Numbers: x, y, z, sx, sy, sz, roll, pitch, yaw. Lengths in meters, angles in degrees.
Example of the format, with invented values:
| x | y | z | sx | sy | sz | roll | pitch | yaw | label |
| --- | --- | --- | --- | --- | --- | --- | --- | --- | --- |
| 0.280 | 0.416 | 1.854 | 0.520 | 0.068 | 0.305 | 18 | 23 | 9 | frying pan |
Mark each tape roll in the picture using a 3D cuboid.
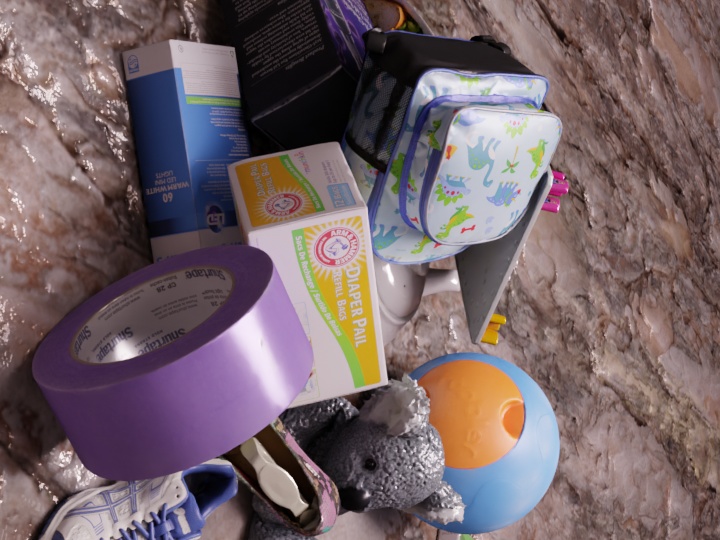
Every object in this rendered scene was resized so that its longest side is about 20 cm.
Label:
| x | y | z | sx | sy | sz | roll | pitch | yaw | label |
| --- | --- | --- | --- | --- | --- | --- | --- | --- | --- |
| -0.143 | 0.066 | 0.964 | 0.085 | 0.200 | 0.200 | 67 | 33 | -24 | tape roll |

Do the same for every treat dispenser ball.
| x | y | z | sx | sy | sz | roll | pitch | yaw | label |
| --- | --- | --- | --- | --- | --- | --- | --- | --- | --- |
| 0.120 | 0.192 | 1.396 | 0.201 | 0.201 | 0.201 | 23 | 63 | -57 | treat dispenser ball |

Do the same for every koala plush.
| x | y | z | sx | sy | sz | roll | pitch | yaw | label |
| --- | --- | --- | --- | --- | --- | --- | --- | --- | --- |
| -0.007 | 0.176 | 1.177 | 0.184 | 0.200 | 0.178 | -48 | 123 | -54 | koala plush |

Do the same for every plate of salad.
| x | y | z | sx | sy | sz | roll | pitch | yaw | label |
| --- | --- | --- | --- | --- | --- | --- | --- | --- | --- |
| 0.028 | -0.227 | 1.376 | 0.048 | 0.200 | 0.200 | -38 | 120 | -24 | plate of salad |

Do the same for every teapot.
| x | y | z | sx | sy | sz | roll | pitch | yaw | label |
| --- | --- | --- | --- | --- | --- | --- | --- | --- | --- |
| 0.000 | 0.000 | 1.290 | 0.198 | 0.146 | 0.200 | 64 | 35 | -28 | teapot |

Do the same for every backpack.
| x | y | z | sx | sy | sz | roll | pitch | yaw | label |
| --- | --- | --- | --- | --- | --- | --- | --- | --- | --- |
| 0.072 | -0.101 | 1.150 | 0.183 | 0.147 | 0.200 | -4 | 127 | -39 | backpack |

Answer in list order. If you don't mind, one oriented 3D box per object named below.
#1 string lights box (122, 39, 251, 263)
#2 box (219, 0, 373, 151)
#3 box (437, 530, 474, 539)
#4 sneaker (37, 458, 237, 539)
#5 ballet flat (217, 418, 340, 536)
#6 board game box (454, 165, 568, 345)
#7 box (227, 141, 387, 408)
| x | y | z | sx | sy | sz | roll | pitch | yaw | label |
| --- | --- | --- | --- | --- | --- | --- | --- | --- | --- |
| -0.149 | -0.103 | 1.139 | 0.103 | 0.059 | 0.200 | -9 | 91 | -61 | string lights box |
| -0.047 | -0.209 | 1.236 | 0.148 | 0.104 | 0.200 | 37 | 30 | -53 | box |
| 0.141 | 0.423 | 1.548 | 0.200 | 0.036 | 0.144 | 52 | 41 | -44 | box |
| -0.174 | 0.198 | 0.992 | 0.200 | 0.088 | 0.075 | -43 | 122 | -54 | sneaker |
| -0.094 | 0.150 | 1.073 | 0.200 | 0.069 | 0.071 | 46 | -2 | 3 | ballet flat |
| 0.148 | -0.055 | 1.273 | 0.200 | 0.026 | 0.200 | -94 | -159 | -57 | board game box |
| -0.045 | 0.005 | 1.098 | 0.113 | 0.101 | 0.200 | -112 | -168 | -52 | box |
